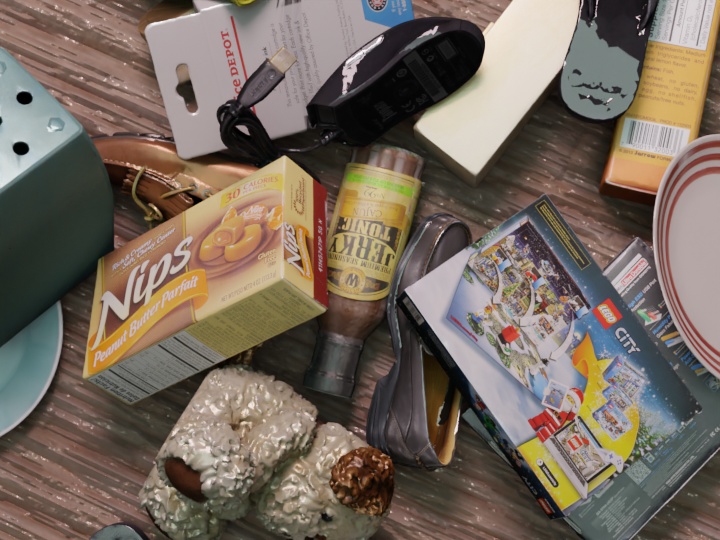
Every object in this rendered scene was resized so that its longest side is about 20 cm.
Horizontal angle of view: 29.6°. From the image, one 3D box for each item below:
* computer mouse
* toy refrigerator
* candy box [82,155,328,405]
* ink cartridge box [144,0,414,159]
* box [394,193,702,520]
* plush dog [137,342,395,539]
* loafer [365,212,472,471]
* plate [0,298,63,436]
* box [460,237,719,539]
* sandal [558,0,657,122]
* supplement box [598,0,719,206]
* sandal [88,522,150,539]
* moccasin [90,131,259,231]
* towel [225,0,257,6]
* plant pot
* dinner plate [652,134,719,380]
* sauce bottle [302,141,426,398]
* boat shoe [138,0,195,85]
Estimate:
[{"bbox_3d":[-0.014,-0.142,0.997,0.200,0.140,0.046,-36,54,14],"label":"computer mouse"},{"bbox_3d":[0.125,-0.167,1.072,0.070,0.076,0.200,39,90,6],"label":"toy refrigerator"},{"bbox_3d":[-0.116,0.010,1.020,0.200,0.055,0.116,-27,45,29],"label":"candy box"},{"bbox_3d":[-0.059,-0.170,1.051,0.200,0.068,0.116,-15,118,-6],"label":"ink cartridge box"},{"bbox_3d":[0.139,0.063,1.008,0.136,0.038,0.200,-33,84,-17],"label":"box"},{"bbox_3d":[-0.056,0.146,1.029,0.172,0.200,0.161,31,62,-2],"label":"plush dog"},{"bbox_3d":[0.062,0.056,1.051,0.073,0.072,0.201,6,93,-39],"label":"loafer"},{"bbox_3d":[-0.338,0.048,1.113,0.200,0.026,0.201,0,86,3],"label":"plate"},{"bbox_3d":[0.202,0.099,1.062,0.159,0.046,0.200,44,90,6],"label":"box"},{"bbox_3d":[0.191,-0.210,1.003,0.076,0.043,0.201,5,86,4],"label":"sandal"},{"bbox_3d":[0.239,-0.154,1.068,0.069,0.067,0.200,14,87,7],"label":"supplement box"},{"bbox_3d":[-0.148,0.286,1.073,0.200,0.043,0.076,42,90,6],"label":"sandal"},{"bbox_3d":[-0.139,-0.059,1.088,0.201,0.074,0.078,15,79,-5],"label":"moccasin"},{"bbox_3d":[-0.122,-0.253,1.054,0.086,0.018,0.200,-34,45,-27],"label":"towel"},{"bbox_3d":[-0.271,-0.060,1.005,0.141,0.200,0.141,44,63,7],"label":"plant pot"},{"bbox_3d":[0.285,-0.004,1.028,0.200,0.024,0.201,11,71,-33],"label":"dinner plate"},{"bbox_3d":[0.000,0.000,1.074,0.065,0.065,0.201,13,87,5],"label":"sauce bottle"},{"bbox_3d":[-0.079,-0.220,1.099,0.200,0.072,0.065,-31,121,-3],"label":"boat shoe"}]
